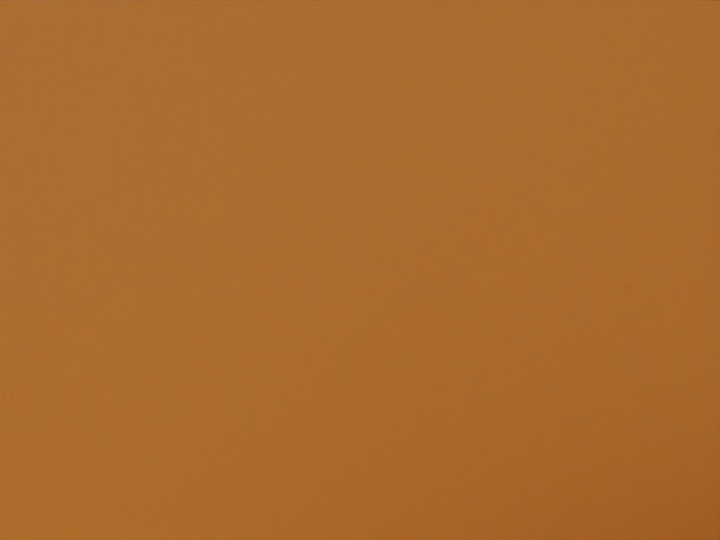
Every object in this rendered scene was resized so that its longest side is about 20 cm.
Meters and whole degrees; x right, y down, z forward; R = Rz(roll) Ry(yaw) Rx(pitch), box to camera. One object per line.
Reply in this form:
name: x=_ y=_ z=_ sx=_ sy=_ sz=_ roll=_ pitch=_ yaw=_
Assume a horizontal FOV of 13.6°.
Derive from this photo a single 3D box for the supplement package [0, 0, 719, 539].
supplement package: x=-0.022 y=-0.049 z=0.538 sx=0.147 sy=0.192 sz=0.200 roll=-11 pitch=30 yaw=-6
